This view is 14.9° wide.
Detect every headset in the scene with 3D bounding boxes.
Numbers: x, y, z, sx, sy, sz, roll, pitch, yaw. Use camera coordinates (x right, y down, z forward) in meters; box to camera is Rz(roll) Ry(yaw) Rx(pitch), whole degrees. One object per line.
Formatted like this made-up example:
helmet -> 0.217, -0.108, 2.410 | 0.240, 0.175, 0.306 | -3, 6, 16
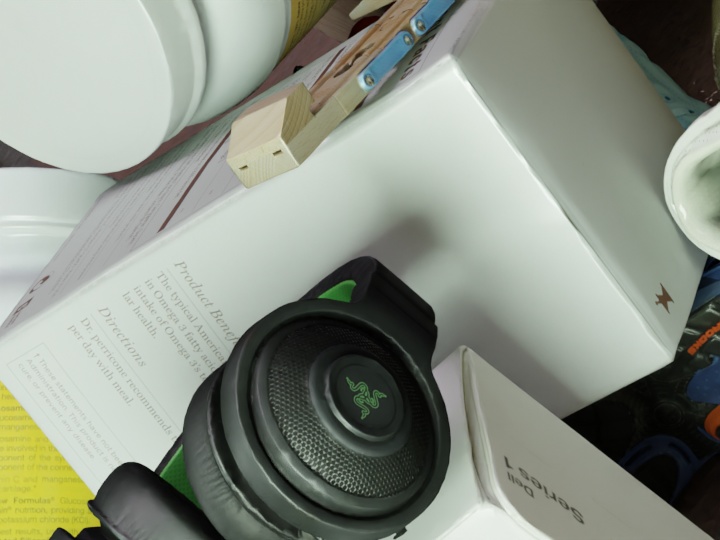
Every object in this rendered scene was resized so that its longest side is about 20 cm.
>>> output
headset -> -0.022, 0.075, 0.738 | 0.124, 0.094, 0.200 | -46, 9, 23

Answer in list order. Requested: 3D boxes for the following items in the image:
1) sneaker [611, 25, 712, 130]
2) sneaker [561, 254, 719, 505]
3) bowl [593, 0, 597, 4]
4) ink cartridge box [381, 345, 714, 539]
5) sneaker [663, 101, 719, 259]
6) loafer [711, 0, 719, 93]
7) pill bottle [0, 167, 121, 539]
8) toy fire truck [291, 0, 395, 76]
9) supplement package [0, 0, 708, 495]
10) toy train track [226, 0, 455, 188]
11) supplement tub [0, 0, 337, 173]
sneaker -> 0.089, -0.050, 1.027 | 0.074, 0.082, 0.200 | -52, 23, 2
sneaker -> 0.094, 0.036, 0.929 | 0.200, 0.075, 0.078 | -28, 24, 30
bowl -> 0.061, -0.160, 1.114 | 0.200, 0.200, 0.108 | -23, 51, 49
ink cartridge box -> 0.017, 0.140, 0.815 | 0.200, 0.146, 0.084 | -43, 25, 20
sneaker -> 0.179, -0.043, 0.804 | 0.116, 0.074, 0.200 | -32, 10, -38
loafer -> 0.191, -0.091, 0.915 | 0.200, 0.076, 0.068 | -17, 48, 56
pill bottle -> -0.124, 0.067, 1.037 | 0.112, 0.112, 0.200 | -16, 71, 54
toy fire truck -> -0.008, -0.040, 1.087 | 0.200, 0.128, 0.176 | -77, 5, -56
supplement package -> 0.000, 0.000, 0.895 | 0.200, 0.117, 0.117 | -29, 15, 28
toy train track -> 0.014, -0.092, 0.843 | 0.115, 0.033, 0.200 | -21, 20, 42
supplement tub -> -0.063, -0.141, 0.981 | 0.144, 0.144, 0.200 | -22, 22, 49
